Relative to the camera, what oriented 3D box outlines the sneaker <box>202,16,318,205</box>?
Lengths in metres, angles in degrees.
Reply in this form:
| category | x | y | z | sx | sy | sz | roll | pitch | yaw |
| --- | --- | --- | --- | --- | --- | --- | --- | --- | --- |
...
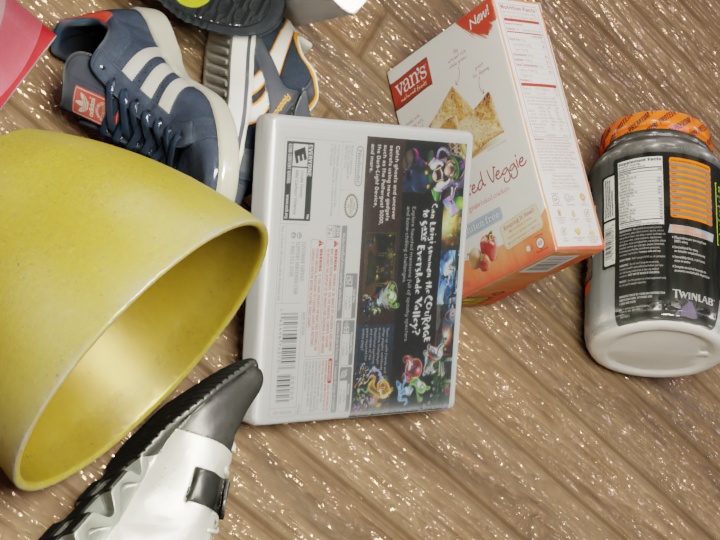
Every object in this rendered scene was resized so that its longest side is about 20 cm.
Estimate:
| category | x | y | z | sx | sy | sz | roll | pitch | yaw |
| --- | --- | --- | --- | --- | --- | --- | --- | --- | --- |
| sneaker | -0.073 | -0.102 | 0.976 | 0.079 | 0.078 | 0.202 | 22 | 58 | -24 |

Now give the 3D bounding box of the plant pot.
| category | x | y | z | sx | sy | sz | roll | pitch | yaw |
| --- | --- | --- | --- | --- | --- | --- | --- | --- | --- |
| plant pot | -0.171 | 0.004 | 0.800 | 0.142 | 0.201 | 0.200 | 41 | 48 | 11 |

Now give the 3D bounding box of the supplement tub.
| category | x | y | z | sx | sy | sz | roll | pitch | yaw |
| --- | --- | --- | --- | --- | --- | --- | --- | --- | --- |
| supplement tub | 0.248 | -0.023 | 1.168 | 0.122 | 0.122 | 0.202 | 22 | 59 | -30 |

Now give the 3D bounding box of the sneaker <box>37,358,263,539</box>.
| category | x | y | z | sx | sy | sz | roll | pitch | yaw |
| --- | --- | --- | --- | --- | --- | --- | --- | --- | --- |
| sneaker | -0.113 | 0.141 | 0.850 | 0.089 | 0.074 | 0.200 | 48 | 60 | -11 |

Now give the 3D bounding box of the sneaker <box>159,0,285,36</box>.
| category | x | y | z | sx | sy | sz | roll | pitch | yaw |
| --- | --- | --- | --- | --- | --- | --- | --- | --- | --- |
| sneaker | -0.142 | -0.224 | 0.955 | 0.198 | 0.066 | 0.079 | 20 | 27 | -8 |

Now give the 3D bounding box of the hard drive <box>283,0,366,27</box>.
| category | x | y | z | sx | sy | sz | roll | pitch | yaw |
| --- | --- | --- | --- | --- | --- | --- | --- | --- | --- |
| hard drive | -0.067 | -0.225 | 0.966 | 0.132 | 0.200 | 0.025 | 44 | 85 | -15 |

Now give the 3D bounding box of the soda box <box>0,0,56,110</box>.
| category | x | y | z | sx | sy | sz | roll | pitch | yaw |
| --- | --- | --- | --- | --- | --- | --- | --- | --- | --- |
| soda box | -0.262 | -0.083 | 0.824 | 0.063 | 0.070 | 0.201 | 40 | 52 | -19 |

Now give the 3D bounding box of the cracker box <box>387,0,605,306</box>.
| category | x | y | z | sx | sy | sz | roll | pitch | yaw |
| --- | --- | --- | --- | --- | --- | --- | --- | --- | --- |
| cracker box | 0.099 | -0.088 | 1.070 | 0.057 | 0.134 | 0.202 | -1 | 72 | -37 |

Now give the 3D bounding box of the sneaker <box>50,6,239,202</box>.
| category | x | y | z | sx | sy | sz | roll | pitch | yaw |
| --- | --- | --- | --- | --- | --- | --- | --- | --- | --- |
| sneaker | -0.143 | -0.100 | 0.892 | 0.084 | 0.076 | 0.200 | -3 | 38 | -31 |

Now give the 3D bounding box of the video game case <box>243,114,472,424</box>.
| category | x | y | z | sx | sy | sz | roll | pitch | yaw |
| --- | --- | --- | --- | --- | --- | --- | --- | --- | --- |
| video game case | 0.000 | 0.000 | 0.966 | 0.180 | 0.023 | 0.203 | 0 | 96 | -39 |
